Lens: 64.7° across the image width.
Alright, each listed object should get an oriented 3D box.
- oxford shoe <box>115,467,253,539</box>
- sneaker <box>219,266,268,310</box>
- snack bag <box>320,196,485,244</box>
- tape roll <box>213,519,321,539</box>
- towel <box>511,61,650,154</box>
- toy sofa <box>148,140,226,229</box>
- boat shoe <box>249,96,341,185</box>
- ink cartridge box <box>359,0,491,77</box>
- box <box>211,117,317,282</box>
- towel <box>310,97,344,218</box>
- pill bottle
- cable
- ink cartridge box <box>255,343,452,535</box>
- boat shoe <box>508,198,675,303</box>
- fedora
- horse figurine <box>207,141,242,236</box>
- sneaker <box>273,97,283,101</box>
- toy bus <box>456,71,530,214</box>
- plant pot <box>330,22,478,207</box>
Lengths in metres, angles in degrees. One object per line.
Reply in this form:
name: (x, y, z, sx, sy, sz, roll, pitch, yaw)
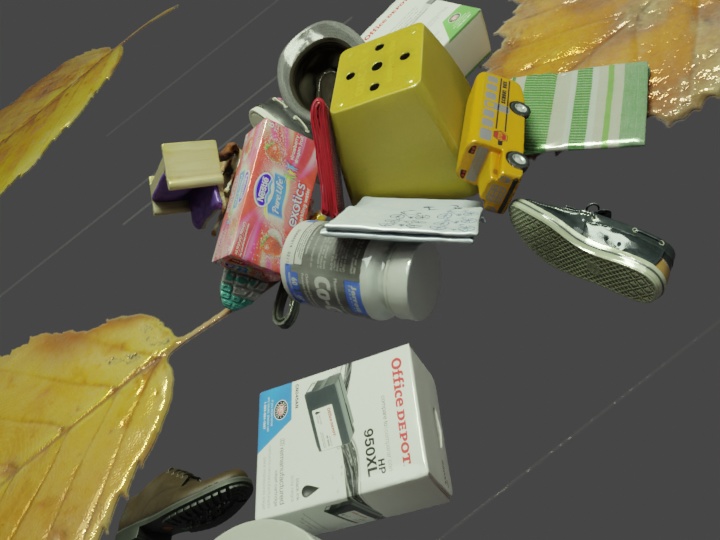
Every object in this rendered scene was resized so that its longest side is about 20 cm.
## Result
oxford shoe: (-0.217, 0.272, 0.690, 0.194, 0.073, 0.086, -24, 45, 13)
sneaker: (-0.175, -0.033, 0.906, 0.090, 0.076, 0.206, -14, 54, 62)
snack bag: (0.064, -0.071, 0.715, 0.181, 0.022, 0.200, 3, 19, 16)
tape roll: (-0.067, 0.345, 0.498, 0.196, 0.140, 0.208, -17, 49, 20)
towel: (0.292, -0.222, 0.790, 0.194, 0.024, 0.157, 2, 59, 30)
toy sofa: (-0.274, -0.124, 0.886, 0.080, 0.102, 0.198, -9, -1, -27)
boat shoe: (-0.099, -0.217, 0.953, 0.198, 0.075, 0.060, 39, 63, 15)
ink cartridge box: (0.103, -0.385, 0.981, 0.146, 0.085, 0.199, -44, 45, -6)
box: (-0.135, -0.098, 0.827, 0.094, 0.100, 0.207, -10, 64, 59)
towel: (-0.044, -0.152, 0.796, 0.022, 0.151, 0.200, -5, 8, 2)
pill bottle: (0.000, 0.000, 0.734, 0.195, 0.115, 0.116, 8, 60, 35)
cable: (-0.108, -0.014, 0.855, 0.094, 0.050, 0.205, -3, 56, 36)
ink cartridge box: (-0.011, 0.187, 0.620, 0.194, 0.085, 0.148, -20, 49, 16)
boat shoe: (0.254, -0.035, 0.639, 0.062, 0.076, 0.198, -43, 48, -17)
fedora: (-0.050, -0.328, 1.014, 0.176, 0.090, 0.202, -40, 67, 4)
horse figurine: (-0.236, -0.157, 0.988, 0.048, 0.201, 0.136, 19, 57, -11)
sneaker: (-0.143, -0.213, 1.010, 0.083, 0.081, 0.207, 15, 75, 6)
toy bus: (0.171, -0.169, 0.732, 0.076, 0.066, 0.204, 17, 50, -2)
plant pot: (0.057, -0.224, 0.825, 0.193, 0.178, 0.206, -10, 52, 23)
